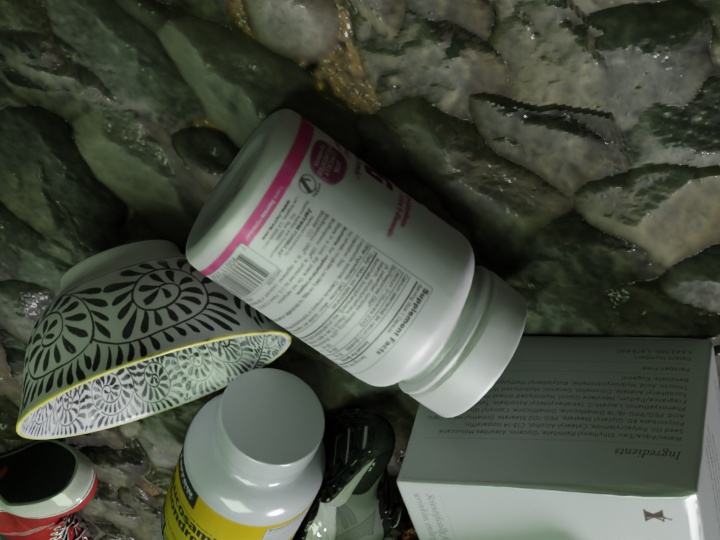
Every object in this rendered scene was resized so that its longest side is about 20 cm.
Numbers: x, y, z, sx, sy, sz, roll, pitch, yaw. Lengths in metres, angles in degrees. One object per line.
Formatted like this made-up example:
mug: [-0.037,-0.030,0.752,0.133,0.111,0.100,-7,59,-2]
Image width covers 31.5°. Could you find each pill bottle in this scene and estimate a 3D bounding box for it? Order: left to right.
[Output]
pill bottle: [-0.090,0.162,1.002,0.111,0.113,0.201,22,141,-2]
pill bottle: [0.000,0.000,0.801,0.199,0.114,0.113,35,137,-15]

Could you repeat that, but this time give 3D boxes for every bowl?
bowl: [-0.155,0.039,0.895,0.198,0.095,0.201,-19,167,-5]

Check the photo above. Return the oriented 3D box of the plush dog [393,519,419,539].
plush dog: [0.071,0.288,1.047,0.171,0.201,0.160,36,158,-9]

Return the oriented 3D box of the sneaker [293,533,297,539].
sneaker: [-0.025,0.294,1.137,0.198,0.074,0.089,26,124,-4]

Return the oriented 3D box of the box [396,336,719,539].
box: [0.152,0.160,0.893,0.197,0.132,0.200,0,134,22]

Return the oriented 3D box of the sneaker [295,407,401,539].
sneaker: [0.001,0.174,1.023,0.078,0.075,0.201,12,144,-7]

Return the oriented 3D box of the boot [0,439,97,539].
boot: [-0.275,0.231,1.189,0.199,0.073,0.144,-15,128,44]
